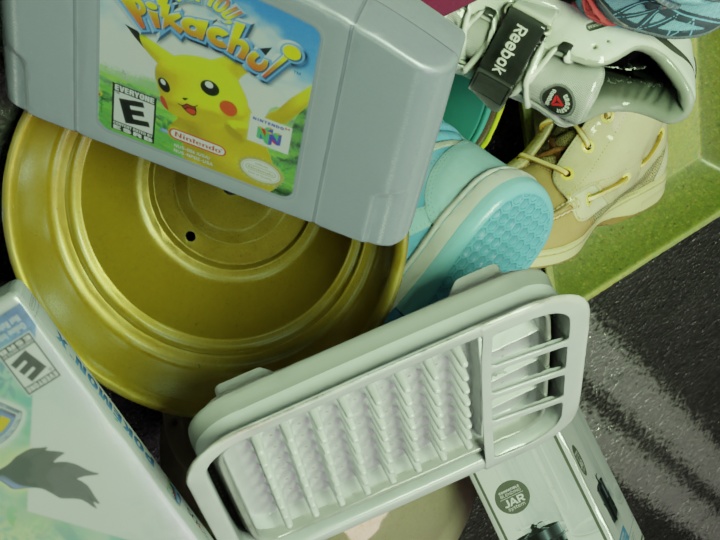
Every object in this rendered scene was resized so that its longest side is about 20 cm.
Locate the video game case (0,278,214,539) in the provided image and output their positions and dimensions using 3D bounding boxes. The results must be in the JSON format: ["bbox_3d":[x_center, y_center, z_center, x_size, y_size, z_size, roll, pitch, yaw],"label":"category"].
[{"bbox_3d":[-0.190,0.127,0.683,0.199,0.022,0.183,-31,112,5],"label":"video game case"}]

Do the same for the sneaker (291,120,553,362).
[{"bbox_3d":[0.000,0.000,0.795,0.200,0.131,0.079,-45,141,4],"label":"sneaker"}]

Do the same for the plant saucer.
[{"bbox_3d":[0.183,-0.097,0.993,0.199,0.048,0.201,-31,132,-19],"label":"plant saucer"}]

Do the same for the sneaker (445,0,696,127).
[{"bbox_3d":[0.085,-0.118,0.738,0.198,0.089,0.074,5,137,-17],"label":"sneaker"}]

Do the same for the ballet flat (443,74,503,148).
[{"bbox_3d":[0.071,-0.142,0.826,0.067,0.067,0.201,-38,151,-27],"label":"ballet flat"}]

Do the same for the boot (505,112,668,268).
[{"bbox_3d":[0.127,-0.094,0.852,0.199,0.073,0.157,-23,131,-41],"label":"boot"}]

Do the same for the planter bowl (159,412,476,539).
[{"bbox_3d":[-0.039,0.097,0.876,0.200,0.200,0.135,-40,149,-2],"label":"planter bowl"}]

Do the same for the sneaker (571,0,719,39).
[{"bbox_3d":[0.133,-0.137,0.642,0.079,0.096,0.199,-50,148,13],"label":"sneaker"}]

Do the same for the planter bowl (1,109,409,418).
[{"bbox_3d":[-0.072,-0.035,0.734,0.201,0.200,0.084,-50,-173,16],"label":"planter bowl"}]

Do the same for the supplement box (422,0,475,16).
[{"bbox_3d":[0.027,-0.185,0.665,0.199,0.110,0.086,-29,147,-21],"label":"supplement box"}]

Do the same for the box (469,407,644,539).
[{"bbox_3d":[0.096,0.094,0.867,0.060,0.201,0.117,-27,176,14],"label":"box"}]

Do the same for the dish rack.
[{"bbox_3d":[0.012,0.068,0.711,0.199,0.044,0.172,-24,153,-7],"label":"dish rack"}]

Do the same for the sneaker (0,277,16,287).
[{"bbox_3d":[-0.218,0.054,0.747,0.199,0.073,0.112,-8,134,-56],"label":"sneaker"}]

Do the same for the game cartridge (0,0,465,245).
[{"bbox_3d":[-0.060,-0.091,0.613,0.134,0.198,0.041,105,8,-49],"label":"game cartridge"}]
